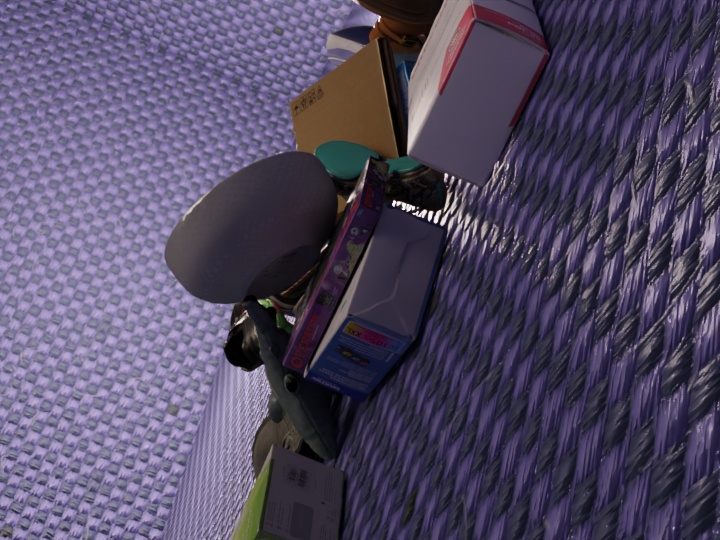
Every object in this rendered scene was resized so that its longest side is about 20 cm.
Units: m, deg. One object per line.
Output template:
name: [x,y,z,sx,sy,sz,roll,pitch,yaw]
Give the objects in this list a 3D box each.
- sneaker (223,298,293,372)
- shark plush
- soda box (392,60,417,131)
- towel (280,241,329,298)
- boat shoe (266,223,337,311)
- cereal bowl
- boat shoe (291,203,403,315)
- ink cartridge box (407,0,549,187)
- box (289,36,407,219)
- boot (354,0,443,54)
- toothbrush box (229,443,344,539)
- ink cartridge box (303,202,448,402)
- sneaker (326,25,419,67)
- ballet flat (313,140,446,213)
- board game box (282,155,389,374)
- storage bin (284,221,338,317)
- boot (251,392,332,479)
sneaker: [-0.137,0.077,1.680,0.083,0.077,0.200,-38,6,-12]
shark plush: [-0.067,0.106,1.472,0.084,0.089,0.202,-106,3,-60]
soda box: [0.032,-0.164,1.605,0.200,0.067,0.065,-38,59,50]
towel: [-0.013,-0.051,1.637,0.146,0.022,0.200,-41,3,34]
boat shoe: [-0.054,-0.011,1.757,0.199,0.075,0.063,-31,-20,-44]
cereal bowl: [-0.103,-0.030,1.450,0.198,0.084,0.201,-31,-19,-12]
boat shoe: [0.000,0.000,1.650,0.200,0.068,0.072,-49,-4,27]
ink cartridge box: [0.108,-0.193,1.324,0.201,0.082,0.148,-86,19,-63]
box: [-0.014,-0.154,1.592,0.199,0.021,0.166,-26,70,53]
boot: [0.042,-0.287,1.538,0.154,0.197,0.075,-13,68,63]
toothbrush box: [-0.092,0.302,1.371,0.146,0.085,0.202,-84,16,-63]
ink cartridge box: [0.009,0.041,1.401,0.200,0.075,0.138,128,164,-59]
sneaker: [0.045,-0.237,1.703,0.080,0.198,0.117,27,115,38]
ballet flat: [0.020,-0.091,1.484,0.068,0.076,0.199,-35,29,-29]
board game box: [-0.025,-0.006,1.407,0.121,0.032,0.202,-88,21,-62]
storage bin: [-0.104,-0.005,1.925,0.135,0.197,0.147,105,180,-46]
boot: [-0.083,0.217,1.624,0.131,0.067,0.202,-90,21,-55]
